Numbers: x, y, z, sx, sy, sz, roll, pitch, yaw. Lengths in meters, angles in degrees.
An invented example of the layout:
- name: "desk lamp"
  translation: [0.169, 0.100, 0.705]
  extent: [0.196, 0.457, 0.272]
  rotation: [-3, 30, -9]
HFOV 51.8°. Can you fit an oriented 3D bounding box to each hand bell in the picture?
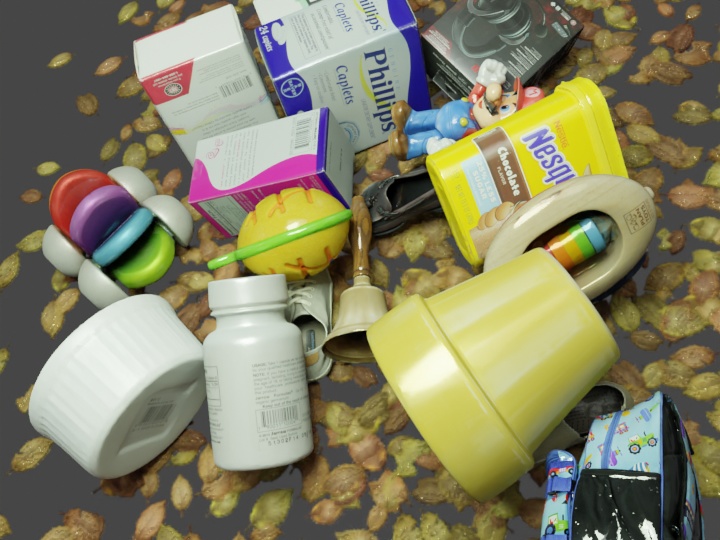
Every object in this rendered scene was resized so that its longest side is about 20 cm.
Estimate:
- name: "hand bell"
  translation: [0.000, 0.000, 0.904]
  extent: [0.102, 0.104, 0.203]
  rotation: [-8, 63, 8]

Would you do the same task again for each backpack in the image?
- name: "backpack"
  translation: [0.251, 0.222, 0.699]
  extent: [0.133, 0.184, 0.202]
  rotation: [-6, 45, 27]

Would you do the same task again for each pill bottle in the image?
- name: "pill bottle"
  translation: [-0.117, 0.110, 0.828]
  extent: [0.112, 0.114, 0.204]
  rotation: [-6, 88, 8]

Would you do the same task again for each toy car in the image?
- name: "toy car"
  translation: [-0.336, -0.062, 0.987]
  extent: [0.199, 0.151, 0.175]
  rotation: [36, 74, 26]

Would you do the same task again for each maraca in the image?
- name: "maraca"
  translation: [-0.099, -0.037, 0.903]
  extent: [0.198, 0.137, 0.109]
  rotation: [-18, 92, 30]

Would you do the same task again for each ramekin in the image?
- name: "ramekin"
  translation: [-0.260, 0.137, 0.842]
  extent: [0.097, 0.201, 0.201]
  rotation: [37, 75, 19]

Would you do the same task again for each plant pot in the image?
- name: "plant pot"
  translation: [0.136, 0.086, 0.716]
  extent: [0.188, 0.201, 0.202]
  rotation: [-35, 60, 5]

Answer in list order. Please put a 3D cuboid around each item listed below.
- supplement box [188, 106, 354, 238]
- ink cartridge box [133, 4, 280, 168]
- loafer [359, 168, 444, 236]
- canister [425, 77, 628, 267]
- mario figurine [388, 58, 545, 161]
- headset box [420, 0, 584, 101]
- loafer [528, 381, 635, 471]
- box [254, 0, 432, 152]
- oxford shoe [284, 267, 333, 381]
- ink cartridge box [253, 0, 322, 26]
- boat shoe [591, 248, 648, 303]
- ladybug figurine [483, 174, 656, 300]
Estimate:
- name: "supplement box"
  translation: [-0.115, -0.125, 0.981]
  extent: [0.197, 0.103, 0.103]
  rotation: [-9, 60, 20]
- name: "ink cartridge box"
  translation: [-0.202, -0.243, 1.025]
  extent: [0.146, 0.201, 0.087]
  rotation: [-20, 59, 0]
- name: "loafer"
  translation: [0.056, -0.099, 0.945]
  extent: [0.197, 0.063, 0.073]
  rotation: [-15, 62, 24]
- name: "canister"
  translation: [0.190, -0.109, 0.853]
  extent: [0.198, 0.150, 0.087]
  rotation: [-26, 21, 0]
- name: "mario figurine"
  translation: [0.130, -0.201, 0.927]
  extent: [0.197, 0.106, 0.126]
  rotation: [-7, 91, 20]
- name: "headset box"
  translation: [0.183, -0.306, 1.026]
  extent: [0.200, 0.077, 0.149]
  rotation: [-42, 81, -13]
- name: "loafer"
  translation: [0.201, 0.162, 0.799]
  extent: [0.197, 0.069, 0.076]
  rotation: [-22, 60, 0]
- name: "box"
  translation: [-0.016, -0.262, 1.005]
  extent: [0.197, 0.185, 0.106]
  rotation: [-22, 57, 0]
- name: "oxford shoe"
  translation: [-0.072, 0.039, 0.931]
  extent: [0.074, 0.058, 0.203]
  rotation: [-15, 58, 8]
- name: "ink cartridge box"
  translation: [-0.039, -0.353, 1.081]
  extent: [0.197, 0.145, 0.085]
  rotation: [-20, 59, 1]
- name: "boat shoe"
  translation: [0.240, 0.007, 0.872]
  extent: [0.198, 0.073, 0.073]
  rotation: [-27, 59, -3]
- name: "ladybug figurine"
  translation: [0.221, -0.033, 0.797]
  extent: [0.198, 0.137, 0.072]
  rotation: [-29, 24, 10]
